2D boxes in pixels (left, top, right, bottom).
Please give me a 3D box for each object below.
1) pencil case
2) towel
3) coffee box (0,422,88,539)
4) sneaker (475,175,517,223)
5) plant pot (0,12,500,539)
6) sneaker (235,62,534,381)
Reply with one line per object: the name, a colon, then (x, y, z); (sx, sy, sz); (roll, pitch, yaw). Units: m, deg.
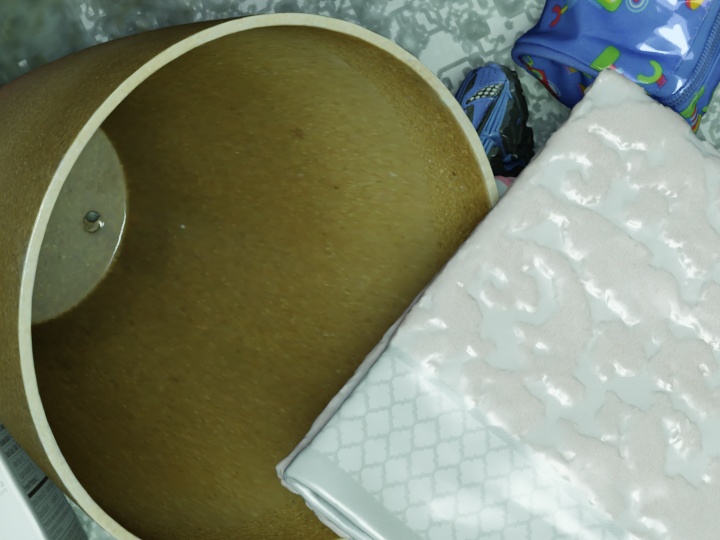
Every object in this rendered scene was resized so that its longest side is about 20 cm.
pencil case: (0.138, -0.146, 0.891); (0.078, 0.087, 0.200); (27, 94, -31)
towel: (0.102, 0.061, 0.768); (0.200, 0.032, 0.191); (41, 74, 1)
coffee box: (-0.165, 0.127, 0.905); (0.114, 0.080, 0.200); (-29, 93, 2)
sneaker: (0.116, 0.017, 0.880); (0.105, 0.075, 0.200); (-38, 124, -4)
plant pot: (-0.079, -0.008, 0.831); (0.186, 0.200, 0.187); (-8, 105, -32)
sneaker: (0.000, 0.000, 0.905); (0.078, 0.075, 0.200); (32, 83, 19)
